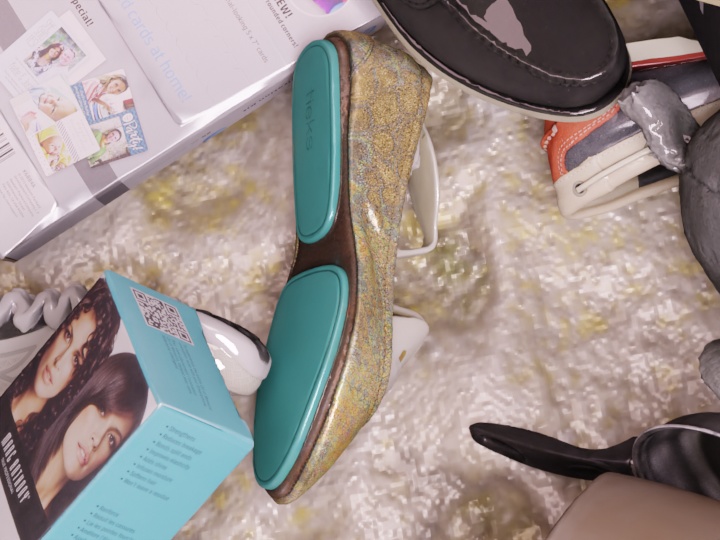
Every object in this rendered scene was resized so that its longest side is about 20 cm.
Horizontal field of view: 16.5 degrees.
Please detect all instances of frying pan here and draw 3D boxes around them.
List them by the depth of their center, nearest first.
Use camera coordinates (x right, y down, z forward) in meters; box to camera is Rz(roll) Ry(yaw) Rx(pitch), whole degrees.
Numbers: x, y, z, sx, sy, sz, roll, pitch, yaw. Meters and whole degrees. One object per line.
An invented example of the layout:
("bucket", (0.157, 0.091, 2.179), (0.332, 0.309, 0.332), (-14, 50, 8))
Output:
("frying pan", (0.135, 0.093, 0.970), (0.031, 0.115, 0.190), (-51, 24, -22))

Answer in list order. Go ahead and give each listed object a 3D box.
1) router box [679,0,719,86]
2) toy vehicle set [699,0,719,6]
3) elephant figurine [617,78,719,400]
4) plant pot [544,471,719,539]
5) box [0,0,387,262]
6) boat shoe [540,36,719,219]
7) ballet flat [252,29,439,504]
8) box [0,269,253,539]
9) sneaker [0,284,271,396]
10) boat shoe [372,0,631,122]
("router box", (0.198, -0.151, 0.997), (0.156, 0.053, 0.201), (-8, 37, -5))
("toy vehicle set", (0.124, -0.150, 0.935), (0.199, 0.027, 0.124), (19, 43, 26))
("elephant figurine", (0.192, 0.005, 0.905), (0.154, 0.142, 0.200), (-17, 22, 10))
("plant pot", (0.130, 0.162, 0.859), (0.173, 0.200, 0.201), (32, 77, 14))
("box", (-0.110, -0.122, 1.078), (0.199, 0.041, 0.156), (-33, 88, 0))
("boat shoe", (0.172, -0.068, 1.021), (0.198, 0.071, 0.063), (-10, 71, 9))
("ballet flat", (0.000, 0.000, 1.031), (0.070, 0.071, 0.202), (3, 77, 11))
("box", (-0.130, 0.102, 0.962), (0.200, 0.049, 0.082), (-49, 40, 18))
("sneaker", (-0.130, 0.047, 1.034), (0.198, 0.075, 0.082), (1, 78, 22))
("boat shoe", (0.031, -0.140, 1.009), (0.074, 0.063, 0.201), (-41, 76, -14))
